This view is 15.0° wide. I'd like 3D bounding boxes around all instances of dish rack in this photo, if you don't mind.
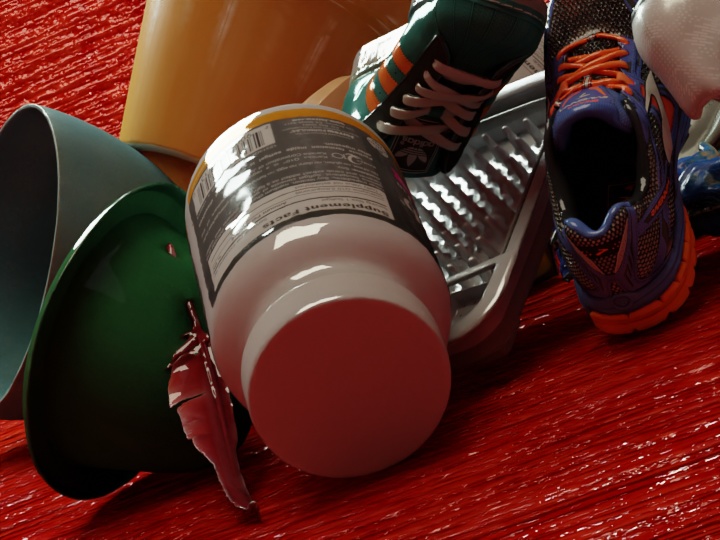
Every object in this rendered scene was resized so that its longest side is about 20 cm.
[{"bbox_3d":[0.041,-0.009,1.431,0.171,0.044,0.201,-21,35,41],"label":"dish rack"}]

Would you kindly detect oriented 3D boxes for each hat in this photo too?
[{"bbox_3d":[-0.060,0.065,1.399,0.175,0.166,0.201,15,57,27],"label":"hat"}]

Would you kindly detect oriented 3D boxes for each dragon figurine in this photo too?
[{"bbox_3d":[0.160,-0.029,1.405,0.099,0.059,0.200,-25,8,-16],"label":"dragon figurine"}]

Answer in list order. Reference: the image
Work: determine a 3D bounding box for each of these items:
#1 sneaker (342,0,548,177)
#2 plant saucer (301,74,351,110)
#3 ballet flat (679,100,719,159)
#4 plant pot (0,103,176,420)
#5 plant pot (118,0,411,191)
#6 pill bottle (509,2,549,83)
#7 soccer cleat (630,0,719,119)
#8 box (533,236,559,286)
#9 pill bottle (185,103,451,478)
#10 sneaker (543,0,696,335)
[{"bbox_3d":[0.040,-0.089,1.400,0.071,0.080,0.200,17,-17,-13],"label":"sneaker"},{"bbox_3d":[-0.045,-0.042,1.682,0.201,0.032,0.200,-53,-11,-15],"label":"plant saucer"},{"bbox_3d":[0.222,-0.101,1.504,0.200,0.064,0.067,-40,-38,6],"label":"ballet flat"},{"bbox_3d":[-0.169,0.005,1.759,0.134,0.201,0.200,11,-8,-25],"label":"plant pot"},{"bbox_3d":[-0.069,-0.137,1.808,0.200,0.199,0.184,-6,60,64],"label":"plant pot"},{"bbox_3d":[0.096,-0.103,1.877,0.114,0.115,0.200,-15,11,44],"label":"pill bottle"},{"bbox_3d":[0.223,-0.106,1.353,0.199,0.087,0.070,-4,-35,-30],"label":"soccer cleat"},{"bbox_3d":[0.000,0.000,1.558,0.199,0.035,0.110,-24,43,-9],"label":"box"},{"bbox_3d":[-0.020,0.009,1.314,0.116,0.117,0.200,-23,29,2],"label":"pill bottle"},{"bbox_3d":[0.122,-0.071,1.334,0.075,0.201,0.078,-17,-35,15],"label":"sneaker"}]
